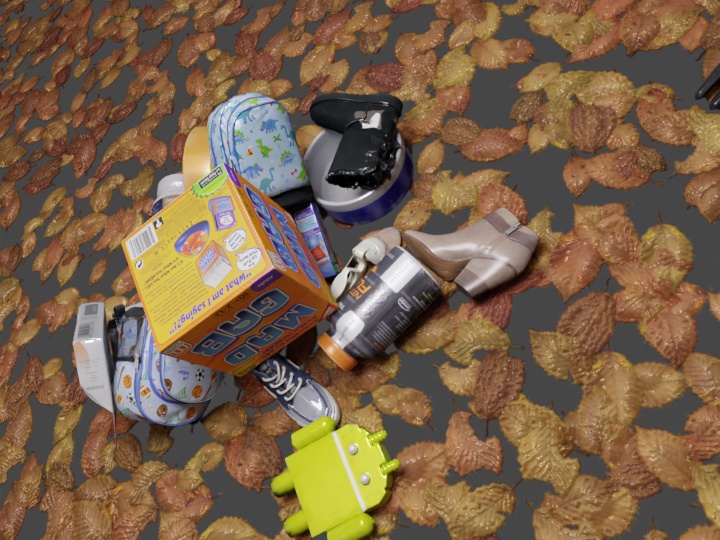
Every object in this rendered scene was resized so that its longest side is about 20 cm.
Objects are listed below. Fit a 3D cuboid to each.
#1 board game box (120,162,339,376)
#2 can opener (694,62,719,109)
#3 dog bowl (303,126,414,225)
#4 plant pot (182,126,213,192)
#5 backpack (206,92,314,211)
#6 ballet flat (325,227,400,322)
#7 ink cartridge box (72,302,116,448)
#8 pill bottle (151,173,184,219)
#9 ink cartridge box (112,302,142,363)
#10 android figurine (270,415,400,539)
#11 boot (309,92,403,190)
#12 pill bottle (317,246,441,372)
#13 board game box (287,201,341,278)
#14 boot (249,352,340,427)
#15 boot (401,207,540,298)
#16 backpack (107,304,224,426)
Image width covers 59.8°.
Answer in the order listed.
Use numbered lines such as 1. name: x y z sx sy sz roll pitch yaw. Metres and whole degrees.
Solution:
1. board game box: -0.191 0.008 0.937 0.200 0.200 0.200 -35 61 10
2. can opener: 0.588 -0.328 0.943 0.200 0.079 0.063 -43 62 11
3. dog bowl: -0.005 -0.187 1.151 0.199 0.079 0.201 -11 61 21
4. plant pot: -0.212 -0.178 1.194 0.182 0.200 0.201 -2 62 8
5. backpack: -0.171 -0.192 1.040 0.163 0.154 0.201 -21 93 -24
6. ballet flat: 0.000 0.000 1.057 0.068 0.067 0.200 26 77 34
7. ink cartridge box: -0.443 0.174 1.053 0.050 0.201 0.162 -4 19 -20
8. pill bottle: -0.359 -0.087 1.251 0.115 0.116 0.201 -20 57 16
9. ink cartridge box: -0.407 0.158 1.180 0.103 0.059 0.201 -18 58 17
10. android figurine: -0.035 0.307 0.922 0.199 0.041 0.183 -30 62 11
11. boot: -0.022 -0.223 1.090 0.197 0.073 0.163 6 71 28
12. pill bottle: 0.025 0.066 0.986 0.200 0.106 0.106 -45 54 -2
13. board game box: -0.150 -0.024 1.124 0.199 0.034 0.136 -20 88 15
14. boot: -0.123 0.184 1.006 0.200 0.090 0.073 31 80 35
15. boot: 0.179 -0.047 1.000 0.146 0.070 0.200 -42 55 -7
16. backpack: -0.321 0.166 1.062 0.154 0.200 0.192 3 81 43
